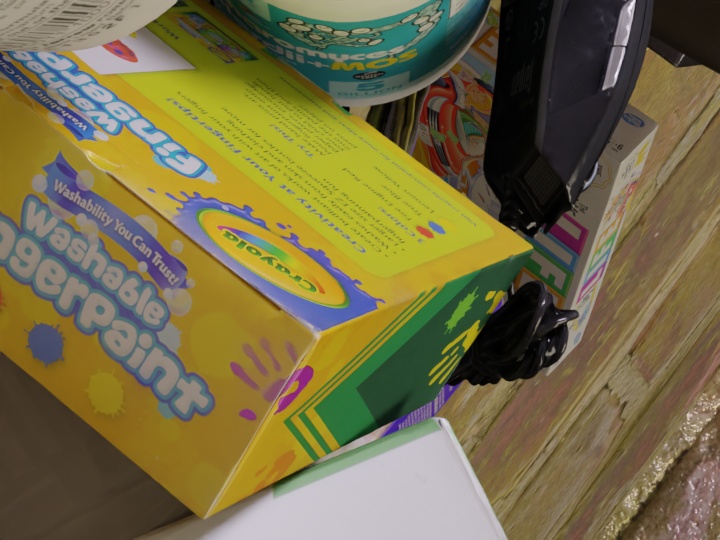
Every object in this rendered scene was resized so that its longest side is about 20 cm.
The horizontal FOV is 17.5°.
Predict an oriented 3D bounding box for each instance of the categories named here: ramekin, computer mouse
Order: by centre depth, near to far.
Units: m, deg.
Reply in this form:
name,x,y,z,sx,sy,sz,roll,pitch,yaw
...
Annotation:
name,x,y,z,sx,sy,sz,roll,pitch,yaw
computer mouse,0.068,-0.049,0.857,0.140,0.046,0.201,143,-44,-71
ramekin,-0.105,0.076,0.863,0.202,0.094,0.202,-28,169,-6

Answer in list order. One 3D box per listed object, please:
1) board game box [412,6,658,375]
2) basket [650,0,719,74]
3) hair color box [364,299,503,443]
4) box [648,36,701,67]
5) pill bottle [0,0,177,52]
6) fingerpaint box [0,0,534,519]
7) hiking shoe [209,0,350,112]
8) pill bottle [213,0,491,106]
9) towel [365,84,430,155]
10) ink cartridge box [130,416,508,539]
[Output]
name,x,y,z,sx,sy,sz,roll,pitch,yaw
board game box,0.073,-0.045,1.223,0.034,0.134,0.200,-44,161,-30
basket,0.135,-0.170,1.015,0.136,0.200,0.180,-48,164,-16
hair color box,-0.029,0.064,1.207,0.200,0.109,0.065,-49,164,-16
box,0.174,-0.219,1.149,0.200,0.132,0.115,-60,159,20
pill bottle,-0.120,-0.112,0.571,0.115,0.114,0.200,-58,164,15
fingerpaint box,-0.068,-0.025,0.741,0.073,0.200,0.167,-58,164,21
hiking shoe,-0.054,-0.048,0.958,0.200,0.074,0.087,-45,154,-6
pill bottle,-0.004,-0.129,0.798,0.111,0.111,0.200,-52,174,-6
towel,0.000,0.000,0.964,0.200,0.023,0.144,99,8,-64
ink cartridge box,-0.058,0.138,0.775,0.146,0.085,0.200,-19,167,-39
